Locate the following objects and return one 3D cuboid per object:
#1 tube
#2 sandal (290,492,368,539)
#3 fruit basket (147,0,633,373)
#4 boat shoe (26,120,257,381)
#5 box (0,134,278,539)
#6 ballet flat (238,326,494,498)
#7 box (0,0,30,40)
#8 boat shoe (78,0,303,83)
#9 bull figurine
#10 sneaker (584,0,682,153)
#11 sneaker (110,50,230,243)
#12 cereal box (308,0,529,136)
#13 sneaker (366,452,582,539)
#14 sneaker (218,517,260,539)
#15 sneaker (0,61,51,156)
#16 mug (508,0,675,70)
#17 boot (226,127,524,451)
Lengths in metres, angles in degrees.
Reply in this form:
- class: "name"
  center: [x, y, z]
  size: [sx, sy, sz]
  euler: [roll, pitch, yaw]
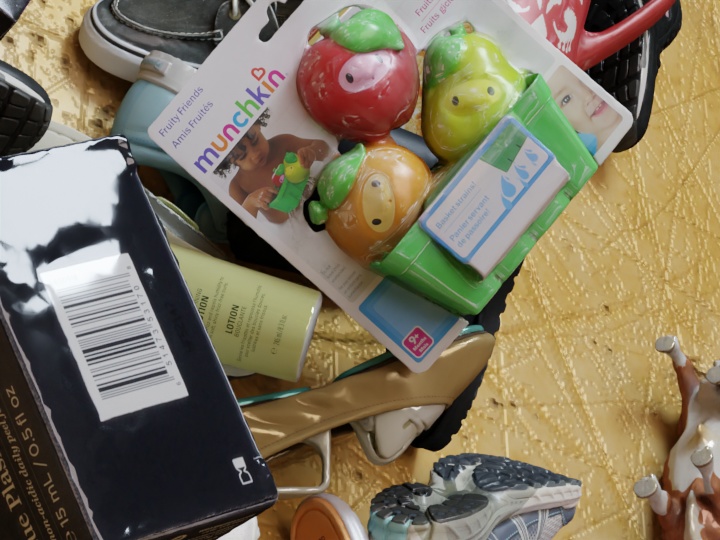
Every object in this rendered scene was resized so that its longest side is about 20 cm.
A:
- class: "tube"
  center: [-0.121, 0.010, 1.399]
  size: [0.198, 0.052, 0.058]
  euler: [17, 52, 2]
- class: "sandal"
  center: [-0.010, 0.221, 1.415]
  size: [0.059, 0.079, 0.208]
  euler: [-4, 60, -38]
- class: "fruit basket"
  center: [0.019, -0.077, 1.389]
  size: [0.200, 0.094, 0.185]
  euler: [42, 84, -13]
- class: "boat shoe"
  center: [-0.128, -0.011, 1.456]
  size: [0.201, 0.060, 0.072]
  euler: [38, 86, 3]
- class: "box"
  center: [-0.170, 0.071, 1.280]
  size: [0.117, 0.200, 0.198]
  euler: [-14, 75, -43]
- class: "ballet flat"
  center: [-0.014, 0.087, 1.442]
  size: [0.198, 0.069, 0.063]
  euler: [-17, 78, -8]
- class: "box"
  center: [-0.223, -0.244, 1.532]
  size: [0.143, 0.036, 0.201]
  euler: [39, 46, -16]
- class: "boat shoe"
  center: [-0.068, -0.152, 1.554]
  size: [0.198, 0.071, 0.072]
  euler: [-1, 48, -24]
- class: "bull figurine"
  center: [0.218, 0.137, 1.634]
  size: [0.201, 0.065, 0.122]
  euler: [-81, 153, -43]
- class: "sneaker"
  center: [0.192, -0.166, 1.793]
  size: [0.087, 0.076, 0.201]
  euler: [22, 54, -35]
- class: "sneaker"
  center: [-0.069, -0.043, 1.531]
  size: [0.200, 0.074, 0.082]
  euler: [36, 82, -26]
- class: "cereal box"
  center: [0.041, -0.103, 1.562]
  size: [0.144, 0.039, 0.200]
  euler: [-47, 130, -14]
- class: "sneaker"
  center: [0.061, 0.160, 1.516]
  size: [0.199, 0.077, 0.087]
  euler: [-11, 110, -56]
- class: "sneaker"
  center: [-0.099, 0.124, 1.374]
  size: [0.080, 0.070, 0.202]
  euler: [-19, 87, -5]
- class: "sneaker"
  center: [-0.256, -0.127, 1.392]
  size: [0.199, 0.076, 0.088]
  euler: [17, 47, -20]
- class: "mug"
  center: [0.116, -0.202, 1.692]
  size: [0.134, 0.176, 0.201]
  euler: [61, 35, -50]
- class: "boot"
  center: [0.000, 0.000, 1.499]
  size: [0.167, 0.201, 0.077]
  euler: [12, 27, -16]
